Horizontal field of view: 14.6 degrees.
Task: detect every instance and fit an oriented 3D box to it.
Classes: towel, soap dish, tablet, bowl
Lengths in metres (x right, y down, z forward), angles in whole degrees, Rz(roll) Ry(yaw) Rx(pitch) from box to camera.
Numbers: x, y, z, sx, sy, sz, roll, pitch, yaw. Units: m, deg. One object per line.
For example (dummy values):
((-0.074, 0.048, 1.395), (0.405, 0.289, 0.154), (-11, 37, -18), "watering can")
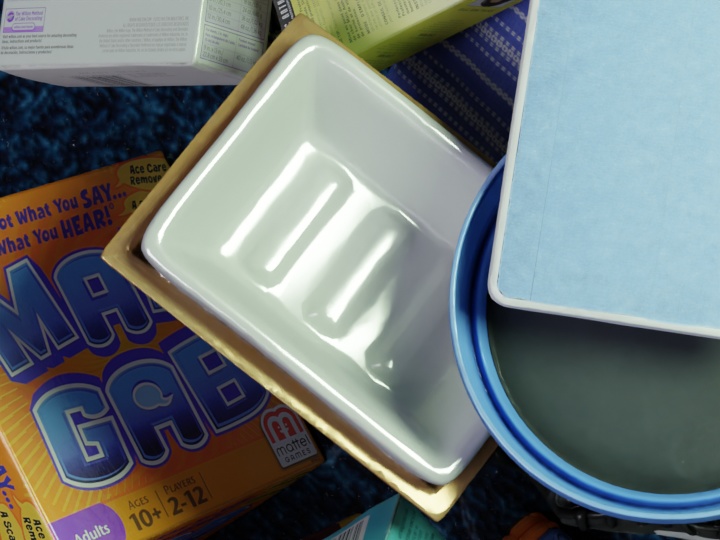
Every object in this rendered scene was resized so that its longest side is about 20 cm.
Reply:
((0.063, -0.061, 1.398), (0.145, 0.024, 0.200), (46, 128, 22), "towel")
((0.000, 0.000, 1.327), (0.200, 0.157, 0.081), (38, 162, -2), "soap dish")
((0.134, -0.074, 1.247), (0.130, 0.014, 0.200), (8, 87, 5), "tablet")
((0.140, 0.016, 1.266), (0.201, 0.039, 0.201), (-1, 78, 5), "bowl")

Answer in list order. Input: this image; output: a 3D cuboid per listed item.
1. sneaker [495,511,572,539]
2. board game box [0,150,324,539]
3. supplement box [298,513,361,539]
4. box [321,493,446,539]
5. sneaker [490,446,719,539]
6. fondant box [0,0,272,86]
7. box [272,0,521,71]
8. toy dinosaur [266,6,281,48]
((0.091, 0.226, 1.430), (0.078, 0.075, 0.200), (22, 118, 31), "sneaker")
((-0.187, 0.083, 1.540), (0.200, 0.200, 0.200), (-34, 81, 42), "board game box")
((-0.096, 0.248, 1.512), (0.197, 0.200, 0.133), (-30, 83, 43), "supplement box")
((0.050, 0.207, 1.365), (0.082, 0.049, 0.200), (-34, 108, 26), "box")
((0.144, 0.097, 1.326), (0.200, 0.098, 0.071), (23, 116, 33), "sneaker")
((-0.108, -0.196, 1.438), (0.144, 0.058, 0.200), (3, 85, 39), "fondant box")
((0.046, -0.158, 1.340), (0.200, 0.050, 0.075), (-25, 78, 35), "box")
((-0.057, -0.129, 1.468), (0.200, 0.047, 0.088), (56, 147, 15), "toy dinosaur")
